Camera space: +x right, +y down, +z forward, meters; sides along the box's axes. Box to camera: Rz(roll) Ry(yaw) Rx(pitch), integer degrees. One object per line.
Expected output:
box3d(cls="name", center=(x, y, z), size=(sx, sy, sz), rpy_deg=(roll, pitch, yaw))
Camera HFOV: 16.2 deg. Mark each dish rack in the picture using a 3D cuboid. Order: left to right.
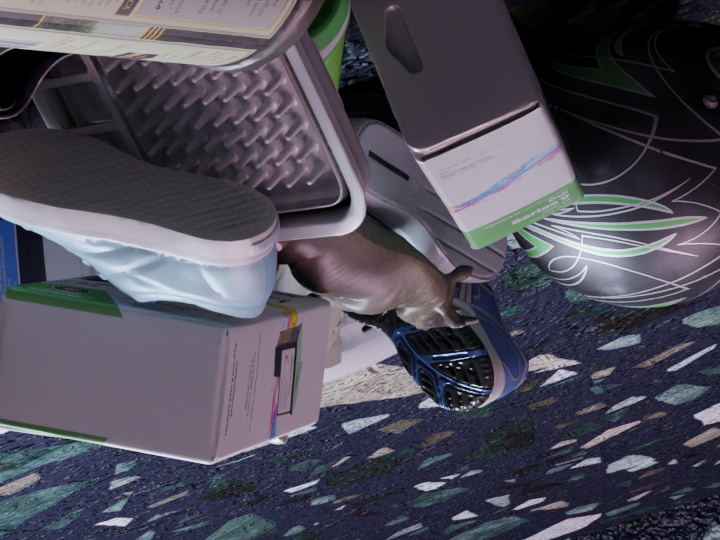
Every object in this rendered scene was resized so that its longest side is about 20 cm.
box3d(cls="dish rack", center=(-0.090, -0.094, 1.403), size=(0.199, 0.172, 0.044), rpy_deg=(-4, -148, 39))

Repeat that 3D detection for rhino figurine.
box3d(cls="rhino figurine", center=(0.000, 0.000, 1.622), size=(0.199, 0.060, 0.087), rpy_deg=(26, 147, -30))

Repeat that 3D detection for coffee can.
box3d(cls="coffee can", center=(-0.126, -0.172, 1.165), size=(0.199, 0.147, 0.146), rpy_deg=(1, 155, -47))

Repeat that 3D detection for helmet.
box3d(cls="helmet", center=(0.188, -0.068, 1.683), size=(0.199, 0.201, 0.191), rpy_deg=(-28, -166, 29))

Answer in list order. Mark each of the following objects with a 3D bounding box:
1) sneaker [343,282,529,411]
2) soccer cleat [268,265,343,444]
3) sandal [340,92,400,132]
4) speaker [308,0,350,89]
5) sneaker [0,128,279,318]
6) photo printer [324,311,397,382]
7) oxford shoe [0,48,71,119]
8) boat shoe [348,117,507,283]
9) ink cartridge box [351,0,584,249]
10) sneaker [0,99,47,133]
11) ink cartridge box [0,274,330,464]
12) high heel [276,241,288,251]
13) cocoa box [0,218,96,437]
box3d(cls="sneaker", center=(0.041, 0.017, 1.746), size=(0.077, 0.200, 0.076), rpy_deg=(-2, 141, -52))
box3d(cls="soccer cleat", center=(-0.034, 0.023, 1.720), size=(0.201, 0.077, 0.069), rpy_deg=(-59, 172, 8))
box3d(cls="sandal", center=(-0.059, -0.070, 1.726), size=(0.199, 0.043, 0.076), rpy_deg=(-20, 163, 4))
box3d(cls="speaker", center=(-0.051, -0.125, 1.491), size=(0.088, 0.089, 0.200), rpy_deg=(-16, 163, -9))
box3d(cls="sneaker", center=(-0.138, -0.017, 1.416), size=(0.074, 0.199, 0.082), rpy_deg=(-46, 146, -45))
box3d(cls="photo printer", center=(-0.025, 0.029, 1.862), size=(0.166, 0.070, 0.199), rpy_deg=(-26, -165, -34))
box3d(cls="oxford shoe", center=(-0.226, -0.110, 1.379), size=(0.199, 0.073, 0.071), rpy_deg=(-29, 161, 32))
box3d(cls="boat shoe", center=(0.025, -0.052, 1.666), size=(0.066, 0.074, 0.200), rpy_deg=(5, 158, 37))
box3d(cls="ink cartridge box", center=(0.062, -0.115, 1.532), size=(0.087, 0.146, 0.200), rpy_deg=(-25, 162, 7))
box3d(cls="sneaker", center=(-0.209, -0.080, 1.496), size=(0.199, 0.076, 0.114), rpy_deg=(-8, 160, -48))
box3d(cls="ink cartridge box", center=(-0.116, 0.053, 1.521), size=(0.144, 0.085, 0.200), rpy_deg=(9, -174, 16))
box3d(cls="high heel", center=(-0.130, -0.062, 1.564), size=(0.199, 0.068, 0.096), rpy_deg=(6, 150, 43))
box3d(cls="cocoa box", center=(-0.188, 0.039, 1.753), size=(0.130, 0.134, 0.200), rpy_deg=(-14, 166, 24))
